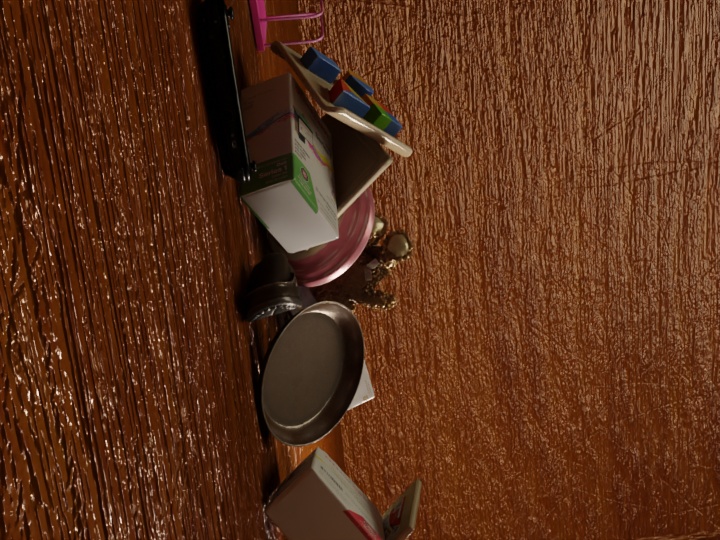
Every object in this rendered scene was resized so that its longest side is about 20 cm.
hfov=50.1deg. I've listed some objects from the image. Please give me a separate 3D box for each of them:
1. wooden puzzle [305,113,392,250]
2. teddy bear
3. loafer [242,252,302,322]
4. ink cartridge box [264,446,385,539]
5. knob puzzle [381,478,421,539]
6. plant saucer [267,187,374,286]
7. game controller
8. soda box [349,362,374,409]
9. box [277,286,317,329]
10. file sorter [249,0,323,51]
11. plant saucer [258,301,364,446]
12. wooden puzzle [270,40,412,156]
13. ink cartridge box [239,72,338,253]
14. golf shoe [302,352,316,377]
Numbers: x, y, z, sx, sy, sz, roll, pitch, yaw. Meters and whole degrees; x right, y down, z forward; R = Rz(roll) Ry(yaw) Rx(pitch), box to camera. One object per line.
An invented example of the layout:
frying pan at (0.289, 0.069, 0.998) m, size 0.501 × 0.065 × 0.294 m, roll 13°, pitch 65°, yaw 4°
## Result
wooden puzzle at (-0.053, -0.146, 1.173) m, size 0.037 × 0.185 × 0.200 m, roll 35°, pitch 14°, yaw -44°
teddy bear at (0.000, 0.000, 1.232) m, size 0.067 × 0.144 × 0.201 m, roll -67°, pitch 176°, yaw -70°
loafer at (-0.116, 0.016, 0.968) m, size 0.200 × 0.073 × 0.071 m, roll -144°, pitch -142°, yaw -83°
ink cartridge box at (-0.042, 0.330, 1.040) m, size 0.145 × 0.083 × 0.200 m, roll 47°, pitch -3°, yaw 4°
knob puzzle at (0.019, 0.399, 1.074) m, size 0.030 × 0.220 × 0.220 m, roll 41°, pitch -2°, yaw 2°
plant saucer at (-0.073, -0.076, 1.205) m, size 0.051 × 0.200 × 0.201 m, roll 33°, pitch 43°, yaw -48°
game controller at (-0.144, -0.200, 0.848) m, size 0.104 × 0.042 × 0.201 m, roll -96°, pitch -179°, yaw -63°
soda box at (-0.040, 0.137, 1.331) m, size 0.064 × 0.068 × 0.201 m, roll 23°, pitch -49°, yaw 65°
box at (-0.085, 0.124, 1.251) m, size 0.159 × 0.048 × 0.201 m, roll 52°, pitch -24°, yaw 43°
file sorter at (-0.133, -0.513, 1.353) m, size 0.139 × 0.125 × 0.201 m, roll -96°, pitch -179°, yaw -50°
plant saucer at (-0.069, 0.137, 1.042) m, size 0.200 × 0.032 × 0.201 m, roll -20°, pitch 116°, yaw -48°
wooden puzzle at (-0.021, -0.260, 1.130) m, size 0.185 × 0.046 × 0.200 m, roll 19°, pitch 26°, yaw -49°
ink cartridge box at (-0.099, -0.150, 1.076) m, size 0.145 × 0.084 × 0.201 m, roll 52°, pitch 27°, yaw -51°
golf shoe at (-0.105, 0.159, 1.132) m, size 0.095 × 0.077 × 0.200 m, roll 55°, pitch -17°, yaw 37°
